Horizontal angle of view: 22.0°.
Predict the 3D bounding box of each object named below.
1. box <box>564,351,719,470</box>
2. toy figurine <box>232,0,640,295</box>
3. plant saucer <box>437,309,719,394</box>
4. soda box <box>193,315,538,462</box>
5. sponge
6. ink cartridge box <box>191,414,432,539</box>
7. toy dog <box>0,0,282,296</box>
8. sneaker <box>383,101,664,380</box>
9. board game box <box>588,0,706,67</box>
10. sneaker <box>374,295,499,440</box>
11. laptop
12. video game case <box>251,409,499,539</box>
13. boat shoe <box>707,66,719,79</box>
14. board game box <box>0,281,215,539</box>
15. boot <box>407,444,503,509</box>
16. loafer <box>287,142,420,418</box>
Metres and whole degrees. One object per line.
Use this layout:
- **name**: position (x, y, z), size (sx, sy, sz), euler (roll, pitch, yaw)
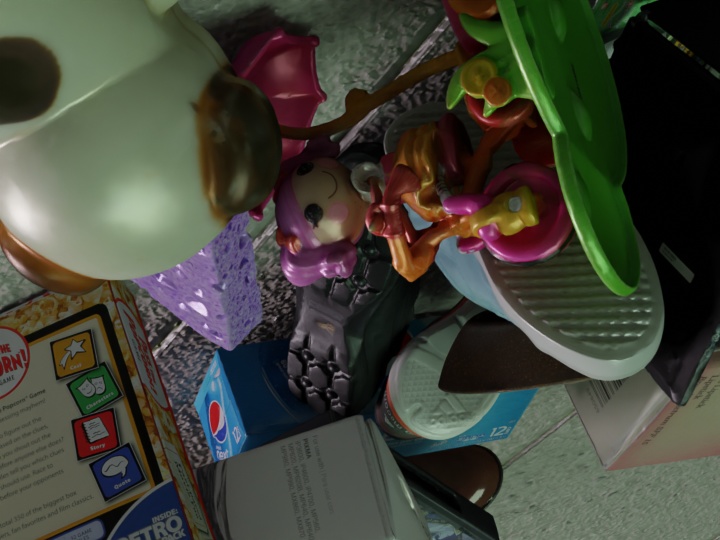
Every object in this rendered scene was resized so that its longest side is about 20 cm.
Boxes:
- **box**: position (0.245, 0.046, 1.212), size (0.200, 0.109, 0.128), euler (-4, 146, -28)
- **toy figurine**: position (0.014, -0.055, 0.839), size (0.184, 0.200, 0.150), euler (-20, 158, 21)
- **plant saucer**: position (0.135, 0.024, 0.966), size (0.200, 0.035, 0.200), euler (-13, -176, 1)
- **soda box**: position (0.005, 0.077, 1.146), size (0.200, 0.064, 0.068), euler (-8, 148, -24)
- **sponge**: position (-0.097, -0.050, 0.823), size (0.030, 0.112, 0.200), euler (-44, 158, -23)
- **ink cartridge box**: position (-0.063, 0.172, 1.014), size (0.200, 0.085, 0.146), euler (-20, 144, 4)
- **toy dog**: position (-0.110, -0.085, 0.636), size (0.140, 0.194, 0.200), euler (-32, 126, 10)
- **sneaker**: position (0.084, -0.004, 0.886), size (0.074, 0.200, 0.082), euler (-30, 135, -7)
- **board game box**: position (0.145, -0.123, 0.954), size (0.105, 0.023, 0.200), euler (-3, 146, -28)
- **sneaker**: position (0.080, 0.033, 1.103), size (0.200, 0.077, 0.082), euler (-32, 178, -27)
- **laptop**: position (0.191, -0.055, 0.868), size (0.103, 0.177, 0.200), euler (14, 111, -24)
- **video game case**: position (-0.046, 0.167, 1.103), size (0.200, 0.026, 0.181), euler (-29, 140, 20)
- **boat shoe**: position (0.188, -0.066, 0.991), size (0.199, 0.075, 0.066), euler (-50, -166, -22)
- **board game box**: position (-0.165, 0.115, 0.956), size (0.151, 0.200, 0.046), euler (-24, 151, 3)
- **boot**: position (-0.007, 0.140, 1.196), size (0.188, 0.069, 0.200), euler (-7, 167, 8)
- **loafer**: position (0.000, 0.000, 1.029), size (0.070, 0.068, 0.201), euler (-50, 160, -40)
